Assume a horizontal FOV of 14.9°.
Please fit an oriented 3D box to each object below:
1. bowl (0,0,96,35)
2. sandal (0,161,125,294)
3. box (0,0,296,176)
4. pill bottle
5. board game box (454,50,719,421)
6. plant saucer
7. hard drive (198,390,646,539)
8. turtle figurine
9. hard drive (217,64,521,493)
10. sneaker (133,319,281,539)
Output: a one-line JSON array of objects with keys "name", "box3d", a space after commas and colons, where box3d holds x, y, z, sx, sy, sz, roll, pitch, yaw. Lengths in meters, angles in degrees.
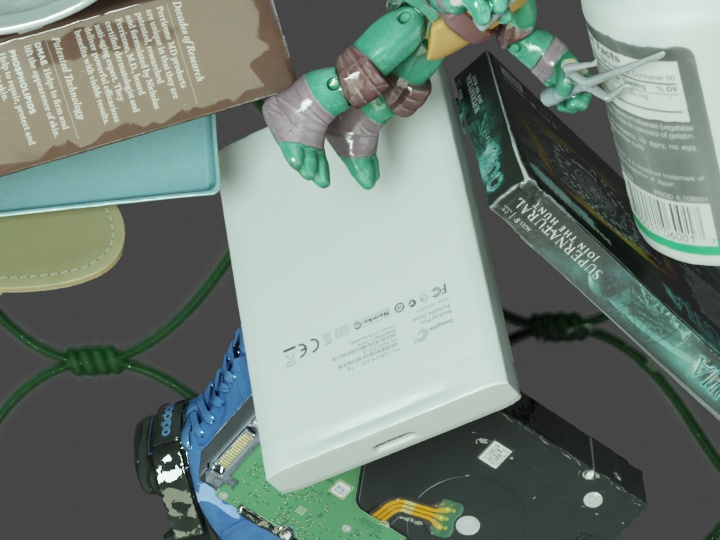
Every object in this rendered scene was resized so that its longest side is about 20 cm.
[{"name": "bowl", "box3d": [-0.165, -0.193, 1.272, 0.200, 0.202, 0.090, -6, 168, 5]}, {"name": "sandal", "box3d": [-0.219, -0.014, 1.429, 0.210, 0.078, 0.070, 1, 156, 7]}, {"name": "box", "box3d": [-0.138, -0.108, 1.332, 0.199, 0.100, 0.075, -16, 119, -3]}, {"name": "pill bottle", "box3d": [0.170, -0.111, 1.342, 0.112, 0.113, 0.201, -11, 126, 9]}, {"name": "board game box", "box3d": [0.129, -0.013, 1.402, 0.028, 0.135, 0.200, -40, 117, 17]}, {"name": "plant saucer", "box3d": [-0.170, -0.060, 1.392, 0.199, 0.070, 0.019, -6, 164, 4]}, {"name": "hard drive", "box3d": [0.033, 0.110, 1.457, 0.199, 0.038, 0.140, 32, 117, -20]}, {"name": "turtle figurine", "box3d": [0.054, -0.115, 1.282, 0.200, 0.101, 0.149, -36, 149, 21]}, {"name": "hard drive", "box3d": [0.000, 0.000, 1.377, 0.131, 0.201, 0.027, -23, 144, 17]}, {"name": "sneaker", "box3d": [-0.075, 0.076, 1.508, 0.111, 0.077, 0.201, -1, 121, 9]}]
